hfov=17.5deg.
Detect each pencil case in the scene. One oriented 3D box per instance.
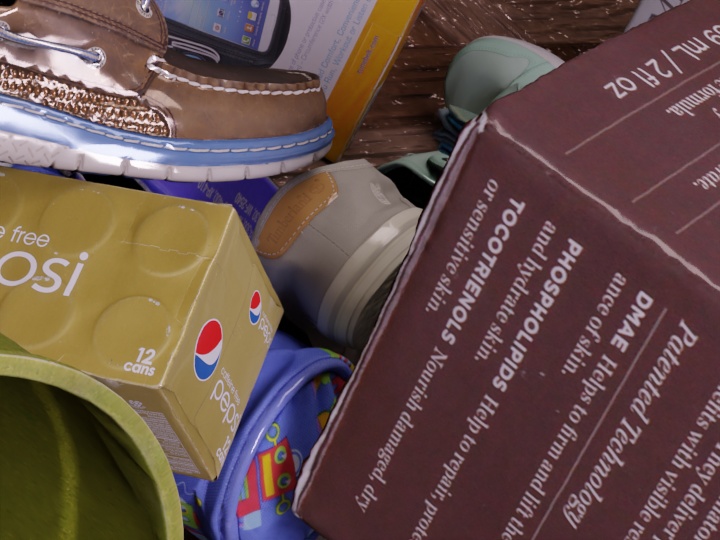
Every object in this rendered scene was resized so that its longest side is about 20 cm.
[{"bbox_3d":[-0.085,0.022,0.818,0.200,0.078,0.087,32,62,29],"label":"pencil case"}]

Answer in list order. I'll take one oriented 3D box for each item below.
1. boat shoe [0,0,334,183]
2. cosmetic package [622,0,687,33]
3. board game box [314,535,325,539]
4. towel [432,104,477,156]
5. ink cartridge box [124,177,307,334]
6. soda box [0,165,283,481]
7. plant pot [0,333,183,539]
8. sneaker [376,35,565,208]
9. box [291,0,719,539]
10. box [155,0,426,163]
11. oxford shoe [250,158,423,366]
[{"bbox_3d":[-0.097,-0.070,0.743,0.199,0.073,0.072,2,10,-28],"label":"boat shoe"},{"bbox_3d":[0.243,-0.064,1.184,0.165,0.165,0.200,-3,40,-42],"label":"cosmetic package"},{"bbox_3d":[0.043,0.167,0.777,0.200,0.035,0.126,25,29,-5],"label":"board game box"},{"bbox_3d":[0.135,-0.003,1.002,0.200,0.022,0.147,18,21,-42],"label":"towel"},{"bbox_3d":[-0.084,-0.054,0.920,0.200,0.043,0.198,41,-1,21],"label":"ink cartridge box"},{"bbox_3d":[-0.131,0.007,0.753,0.199,0.064,0.068,11,61,20],"label":"soda box"},{"bbox_3d":[-0.184,0.064,0.612,0.200,0.201,0.193,-7,33,-46],"label":"plant pot"},{"bbox_3d":[0.054,-0.057,1.097,0.118,0.074,0.201,17,33,-32],"label":"sneaker"},{"bbox_3d":[0.120,0.047,0.727,0.200,0.165,0.166,37,35,18],"label":"box"},{"bbox_3d":[-0.069,-0.150,1.100,0.200,0.119,0.041,30,29,2],"label":"box"},{"bbox_3d":[0.000,0.000,0.867,0.058,0.075,0.200,38,-3,11],"label":"oxford shoe"}]
